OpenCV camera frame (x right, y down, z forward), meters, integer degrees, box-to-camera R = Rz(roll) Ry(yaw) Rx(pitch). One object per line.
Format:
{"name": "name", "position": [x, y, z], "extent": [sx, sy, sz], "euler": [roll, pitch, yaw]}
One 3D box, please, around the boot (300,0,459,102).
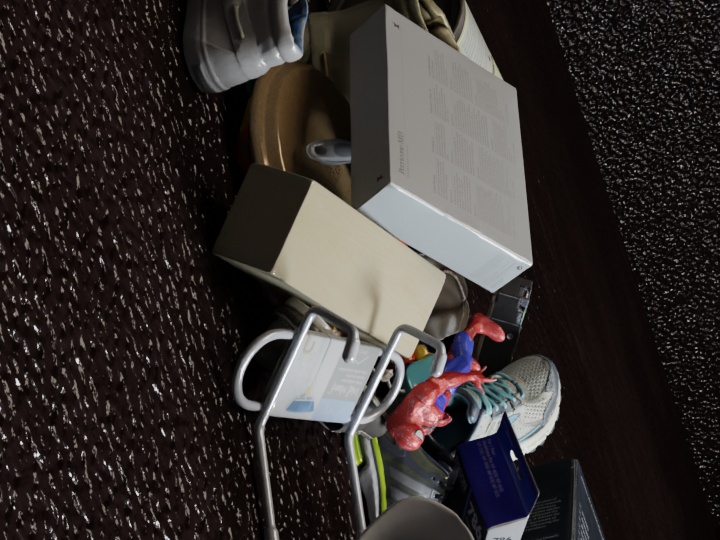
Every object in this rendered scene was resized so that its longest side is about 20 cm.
{"name": "boot", "position": [0.017, -0.166, 1.586], "extent": [0.200, 0.154, 0.072], "euler": [59, 21, -47]}

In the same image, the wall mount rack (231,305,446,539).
{"name": "wall mount rack", "position": [-0.019, 0.118, 1.301], "extent": [0.200, 0.074, 0.174], "euler": [13, 103, -53]}

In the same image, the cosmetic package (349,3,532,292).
{"name": "cosmetic package", "position": [0.062, -0.099, 1.425], "extent": [0.151, 0.052, 0.201], "euler": [31, 41, -31]}

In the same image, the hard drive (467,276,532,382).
{"name": "hard drive", "position": [0.125, 0.109, 1.759], "extent": [0.140, 0.038, 0.201], "euler": [-51, 157, -79]}

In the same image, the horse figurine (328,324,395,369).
{"name": "horse figurine", "position": [0.000, 0.000, 1.580], "extent": [0.132, 0.050, 0.201], "euler": [21, 54, -65]}

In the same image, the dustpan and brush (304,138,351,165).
{"name": "dustpan and brush", "position": [0.021, -0.093, 1.462], "extent": [0.199, 0.057, 0.140], "euler": [-4, 81, -39]}

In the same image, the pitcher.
{"name": "pitcher", "position": [0.012, 0.262, 1.270], "extent": [0.121, 0.171, 0.200], "euler": [47, -14, 22]}

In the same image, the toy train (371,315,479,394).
{"name": "toy train", "position": [0.041, 0.056, 1.683], "extent": [0.150, 0.056, 0.200], "euler": [39, 42, -23]}

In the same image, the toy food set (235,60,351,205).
{"name": "toy food set", "position": [-0.041, -0.079, 1.461], "extent": [0.200, 0.048, 0.198], "euler": [53, 33, -36]}

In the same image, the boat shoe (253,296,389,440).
{"name": "boat shoe", "position": [-0.034, 0.089, 1.386], "extent": [0.067, 0.057, 0.200], "euler": [38, -12, 33]}

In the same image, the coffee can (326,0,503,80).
{"name": "coffee can", "position": [0.063, -0.199, 1.801], "extent": [0.200, 0.146, 0.147], "euler": [54, 26, -54]}

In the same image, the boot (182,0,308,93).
{"name": "boot", "position": [-0.083, -0.226, 1.388], "extent": [0.074, 0.095, 0.201], "euler": [56, 24, -51]}

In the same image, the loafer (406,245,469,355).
{"name": "loafer", "position": [0.063, 0.027, 1.538], "extent": [0.200, 0.073, 0.072], "euler": [47, 33, -68]}

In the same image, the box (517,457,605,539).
{"name": "box", "position": [0.194, 0.337, 1.835], "extent": [0.197, 0.123, 0.201], "euler": [-70, 143, -62]}

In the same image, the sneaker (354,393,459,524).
{"name": "sneaker", "position": [0.048, 0.196, 1.511], "extent": [0.074, 0.081, 0.201], "euler": [-50, 125, -71]}

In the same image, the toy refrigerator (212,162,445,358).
{"name": "toy refrigerator", "position": [-0.022, -0.006, 1.354], "extent": [0.200, 0.070, 0.076], "euler": [32, 79, -51]}

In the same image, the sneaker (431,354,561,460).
{"name": "sneaker", "position": [0.112, 0.135, 1.611], "extent": [0.200, 0.077, 0.087], "euler": [-41, 141, -28]}

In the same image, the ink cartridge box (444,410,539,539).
{"name": "ink cartridge box", "position": [0.100, 0.225, 1.535], "extent": [0.100, 0.039, 0.201], "euler": [-110, -153, -47]}

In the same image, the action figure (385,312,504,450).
{"name": "action figure", "position": [0.069, 0.098, 1.457], "extent": [0.052, 0.065, 0.200], "euler": [43, 30, 4]}
